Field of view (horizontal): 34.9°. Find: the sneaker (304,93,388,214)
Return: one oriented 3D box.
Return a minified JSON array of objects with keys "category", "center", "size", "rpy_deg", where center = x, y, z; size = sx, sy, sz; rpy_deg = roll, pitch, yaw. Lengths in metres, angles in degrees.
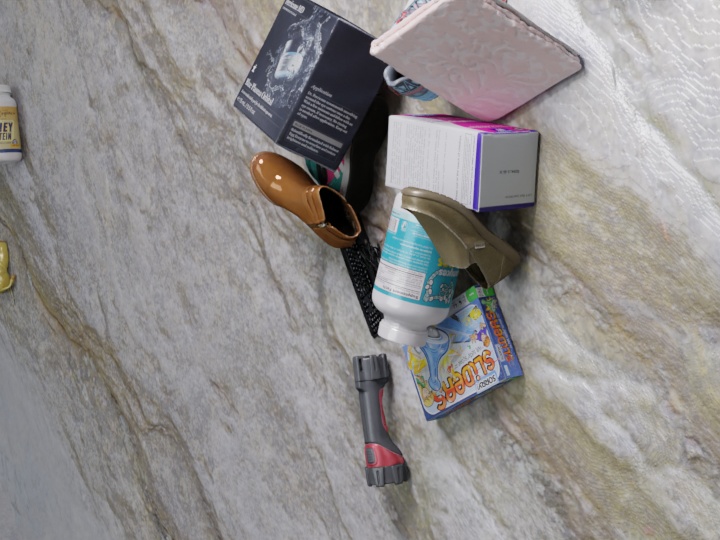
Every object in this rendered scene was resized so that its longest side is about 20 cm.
[{"category":"sneaker","center":[-0.026,-0.198,1.765],"size":[0.121,0.083,0.201],"rpy_deg":[37,127,34]}]

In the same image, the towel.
[{"category":"towel","center":[0.142,-0.268,1.420],"size":[0.191,0.199,0.032],"rpy_deg":[-26,44,51]}]

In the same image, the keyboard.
[{"category":"keyboard","center":[0.000,0.000,1.796],"size":[0.104,0.039,0.201],"rpy_deg":[-44,62,50]}]

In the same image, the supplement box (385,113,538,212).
[{"category":"supplement box","center":[0.131,-0.147,1.525],"size":[0.199,0.101,0.104],"rpy_deg":[19,111,52]}]

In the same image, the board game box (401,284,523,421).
[{"category":"board game box","center":[0.138,0.119,1.623],"size":[0.200,0.034,0.136],"rpy_deg":[-39,64,51]}]

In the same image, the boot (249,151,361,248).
[{"category":"boot","center":[-0.081,-0.109,1.719],"size":[0.200,0.077,0.155],"rpy_deg":[50,171,-6]}]

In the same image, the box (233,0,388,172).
[{"category":"box","center":[-0.071,-0.284,1.700],"size":[0.201,0.117,0.197],"rpy_deg":[-61,33,10]}]

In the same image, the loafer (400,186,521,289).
[{"category":"loafer","center":[0.125,-0.040,1.474],"size":[0.068,0.199,0.076],"rpy_deg":[-60,25,-7]}]

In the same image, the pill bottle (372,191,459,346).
[{"category":"pill bottle","center":[0.080,-0.001,1.578],"size":[0.110,0.110,0.202],"rpy_deg":[24,104,51]}]

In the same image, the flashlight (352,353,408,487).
[{"category":"flashlight","center":[0.031,0.231,1.779],"size":[0.068,0.067,0.202],"rpy_deg":[91,173,-85]}]

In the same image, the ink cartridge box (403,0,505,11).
[{"category":"ink cartridge box","center":[0.123,-0.351,1.544],"size":[0.162,0.050,0.202],"rpy_deg":[39,129,45]}]

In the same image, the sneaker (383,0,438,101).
[{"category":"sneaker","center":[0.090,-0.316,1.487],"size":[0.079,0.095,0.201],"rpy_deg":[38,119,43]}]

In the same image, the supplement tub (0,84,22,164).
[{"category":"supplement tub","center":[-0.980,-0.385,3.042],"size":[0.144,0.143,0.202],"rpy_deg":[-1,96,55]}]

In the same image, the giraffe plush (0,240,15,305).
[{"category":"giraffe plush","center":[-1.087,0.019,3.255],"size":[0.201,0.161,0.173],"rpy_deg":[62,140,27]}]
